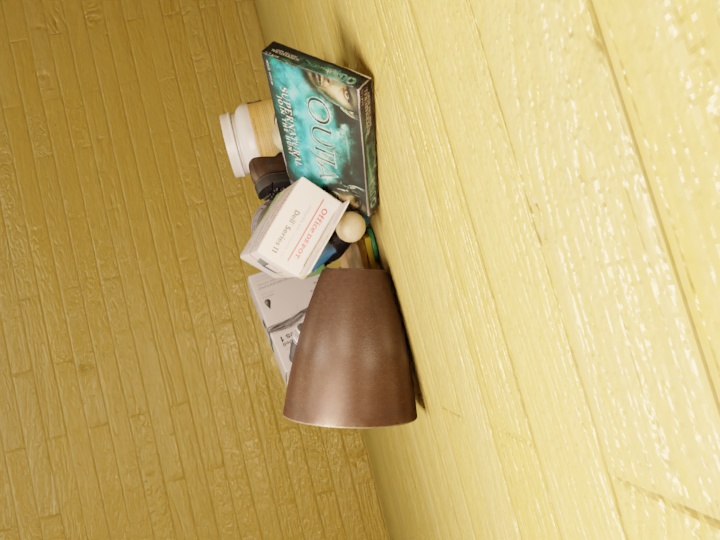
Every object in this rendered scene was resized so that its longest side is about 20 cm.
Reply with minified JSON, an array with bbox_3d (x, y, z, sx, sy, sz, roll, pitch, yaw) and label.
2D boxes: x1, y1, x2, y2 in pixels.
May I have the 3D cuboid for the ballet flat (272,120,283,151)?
[{"bbox_3d":[-0.080,-0.258,0.861,0.070,0.069,0.201,83,-165,-51],"label":"ballet flat"}]

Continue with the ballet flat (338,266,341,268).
[{"bbox_3d":[0.003,0.078,1.070,0.046,0.067,0.201,-49,55,57],"label":"ballet flat"}]

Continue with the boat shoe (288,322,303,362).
[{"bbox_3d":[-0.036,0.123,0.945,0.070,0.199,0.067,36,112,34],"label":"boat shoe"}]

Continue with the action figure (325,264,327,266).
[{"bbox_3d":[-0.065,-0.057,1.158,0.200,0.051,0.066,108,153,-66],"label":"action figure"}]

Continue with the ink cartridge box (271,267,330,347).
[{"bbox_3d":[-0.103,0.095,1.203,0.125,0.127,0.202,82,-163,-83],"label":"ink cartridge box"}]

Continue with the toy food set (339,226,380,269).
[{"bbox_3d":[0.000,0.000,0.962,0.198,0.048,0.201,-118,15,-65],"label":"toy food set"}]

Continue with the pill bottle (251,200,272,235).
[{"bbox_3d":[-0.117,-0.067,1.015,0.200,0.113,0.115,-157,52,-65],"label":"pill bottle"}]

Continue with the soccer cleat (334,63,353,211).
[{"bbox_3d":[-0.033,-0.179,0.789,0.078,0.069,0.202,-157,54,-73],"label":"soccer cleat"}]

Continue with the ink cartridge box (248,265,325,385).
[{"bbox_3d":[-0.104,0.088,1.058,0.085,0.145,0.201,100,147,-61],"label":"ink cartridge box"}]

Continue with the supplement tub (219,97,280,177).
[{"bbox_3d":[-0.162,-0.264,1.134,0.145,0.198,0.146,166,90,-84],"label":"supplement tub"}]

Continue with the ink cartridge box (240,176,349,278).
[{"bbox_3d":[-0.095,-0.055,0.786,0.118,0.067,0.200,-61,17,-12],"label":"ink cartridge box"}]

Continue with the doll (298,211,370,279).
[{"bbox_3d":[-0.044,-0.036,0.819,0.049,0.136,0.200,50,154,-7],"label":"doll"}]

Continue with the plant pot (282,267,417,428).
[{"bbox_3d":[-0.012,0.100,0.807,0.187,0.185,0.202,148,123,-84],"label":"plant pot"}]

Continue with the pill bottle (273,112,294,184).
[{"bbox_3d":[-0.069,-0.185,0.914,0.107,0.105,0.201,85,169,-54],"label":"pill bottle"}]

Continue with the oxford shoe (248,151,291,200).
[{"bbox_3d":[-0.107,-0.175,1.008,0.073,0.199,0.085,-41,69,36],"label":"oxford shoe"}]

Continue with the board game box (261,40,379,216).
[{"bbox_3d":[-0.043,-0.164,0.700,0.135,0.028,0.201,27,151,22],"label":"board game box"}]
